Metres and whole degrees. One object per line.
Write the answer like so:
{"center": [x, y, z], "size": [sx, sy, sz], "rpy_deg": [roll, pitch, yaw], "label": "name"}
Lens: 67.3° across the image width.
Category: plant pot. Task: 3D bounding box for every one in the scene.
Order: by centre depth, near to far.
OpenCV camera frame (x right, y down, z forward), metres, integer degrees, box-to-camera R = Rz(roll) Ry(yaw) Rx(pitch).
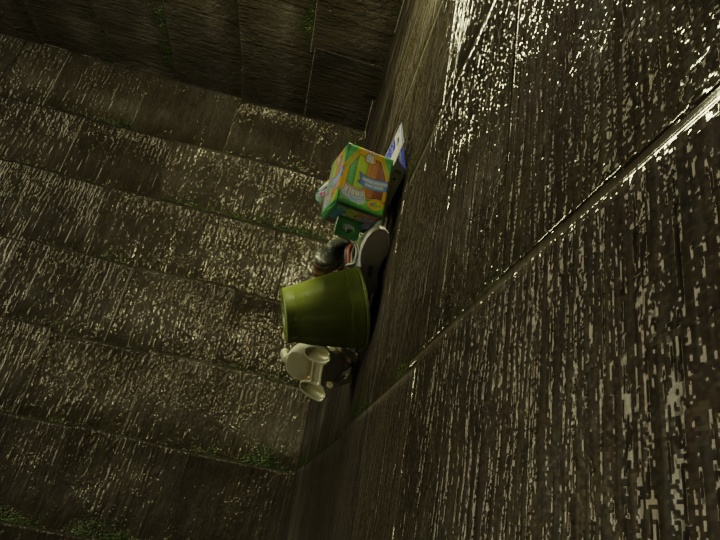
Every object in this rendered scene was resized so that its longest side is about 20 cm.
{"center": [-0.092, 0.098, 1.298], "size": [0.200, 0.190, 0.204], "rpy_deg": [175, 90, -77], "label": "plant pot"}

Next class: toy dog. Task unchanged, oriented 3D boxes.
{"center": [-0.096, 0.243, 1.431], "size": [0.199, 0.191, 0.142], "rpy_deg": [-8, -79, -60], "label": "toy dog"}

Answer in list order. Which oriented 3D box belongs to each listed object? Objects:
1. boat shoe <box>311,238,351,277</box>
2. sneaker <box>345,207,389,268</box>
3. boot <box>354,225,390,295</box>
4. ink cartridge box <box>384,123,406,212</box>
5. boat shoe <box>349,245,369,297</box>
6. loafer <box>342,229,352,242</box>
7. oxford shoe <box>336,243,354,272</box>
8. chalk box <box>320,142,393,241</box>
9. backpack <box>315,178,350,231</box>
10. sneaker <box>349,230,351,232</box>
{"center": [-0.088, -0.036, 1.625], "size": [0.199, 0.075, 0.075], "rpy_deg": [-32, -29, -53], "label": "boat shoe"}
{"center": [0.016, -0.086, 1.450], "size": [0.067, 0.088, 0.203], "rpy_deg": [166, 118, -85], "label": "sneaker"}
{"center": [0.018, -0.042, 1.334], "size": [0.091, 0.072, 0.202], "rpy_deg": [-107, 26, -50], "label": "boot"}
{"center": [0.080, -0.260, 1.402], "size": [0.201, 0.046, 0.198], "rpy_deg": [-60, 12, 27], "label": "ink cartridge box"}
{"center": [0.001, 0.001, 1.509], "size": [0.065, 0.073, 0.205], "rpy_deg": [121, 156, -59], "label": "boat shoe"}
{"center": [0.001, -0.103, 1.722], "size": [0.073, 0.072, 0.200], "rpy_deg": [-34, 7, -11], "label": "loafer"}
{"center": [-0.045, 0.008, 1.595], "size": [0.071, 0.072, 0.203], "rpy_deg": [-40, -39, -49], "label": "oxford shoe"}
{"center": [-0.013, -0.174, 1.295], "size": [0.124, 0.123, 0.203], "rpy_deg": [148, 135, -64], "label": "chalk box"}
{"center": [-0.028, -0.239, 1.741], "size": [0.199, 0.177, 0.153], "rpy_deg": [-37, 9, 1], "label": "backpack"}
{"center": [0.013, -0.165, 1.835], "size": [0.072, 0.071, 0.203], "rpy_deg": [41, 112, 61], "label": "sneaker"}
